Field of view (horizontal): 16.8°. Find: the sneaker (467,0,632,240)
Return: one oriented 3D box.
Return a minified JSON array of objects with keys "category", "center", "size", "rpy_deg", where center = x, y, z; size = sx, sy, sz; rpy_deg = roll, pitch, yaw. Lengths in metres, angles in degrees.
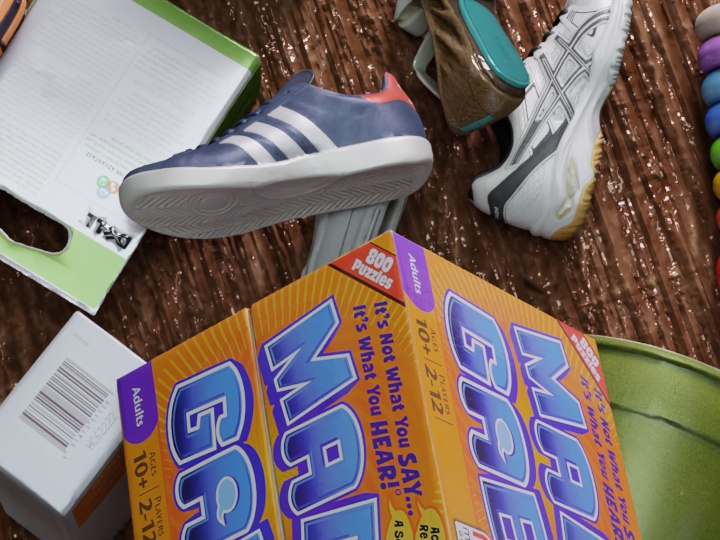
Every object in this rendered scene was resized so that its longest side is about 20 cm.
[{"category":"sneaker","center":[0.123,-0.124,1.599],"size":[0.087,0.076,0.201],"rpy_deg":[14,74,1]}]

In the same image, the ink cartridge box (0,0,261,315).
[{"category":"ink cartridge box","center":[-0.176,-0.083,1.575],"size":[0.147,0.076,0.201],"rpy_deg":[31,77,5]}]

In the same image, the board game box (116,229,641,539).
[{"category":"board game box","center":[0.014,0.134,1.319],"size":[0.199,0.200,0.201],"rpy_deg":[-28,56,28]}]

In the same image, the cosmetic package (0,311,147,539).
[{"category":"cosmetic package","center":[-0.166,0.107,1.458],"size":[0.071,0.200,0.102],"rpy_deg":[36,76,8]}]

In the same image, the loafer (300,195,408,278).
[{"category":"loafer","center":[0.000,0.000,1.563],"size":[0.069,0.070,0.201],"rpy_deg":[6,74,8]}]

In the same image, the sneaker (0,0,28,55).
[{"category":"sneaker","center":[-0.312,-0.163,1.559],"size":[0.199,0.078,0.113],"rpy_deg":[9,64,27]}]

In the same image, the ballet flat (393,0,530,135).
[{"category":"ballet flat","center":[0.059,-0.164,1.602],"size":[0.068,0.072,0.201],"rpy_deg":[23,37,-36]}]

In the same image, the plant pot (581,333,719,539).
[{"category":"plant pot","center":[0.147,0.170,1.443],"size":[0.199,0.201,0.194],"rpy_deg":[18,67,2]}]

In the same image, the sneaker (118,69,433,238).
[{"category":"sneaker","center":[-0.058,-0.079,1.528],"size":[0.199,0.075,0.085],"rpy_deg":[-9,65,-14]}]

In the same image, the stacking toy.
[{"category":"stacking toy","center":[0.258,-0.071,1.594],"size":[0.085,0.085,0.201],"rpy_deg":[4,80,-2]}]
